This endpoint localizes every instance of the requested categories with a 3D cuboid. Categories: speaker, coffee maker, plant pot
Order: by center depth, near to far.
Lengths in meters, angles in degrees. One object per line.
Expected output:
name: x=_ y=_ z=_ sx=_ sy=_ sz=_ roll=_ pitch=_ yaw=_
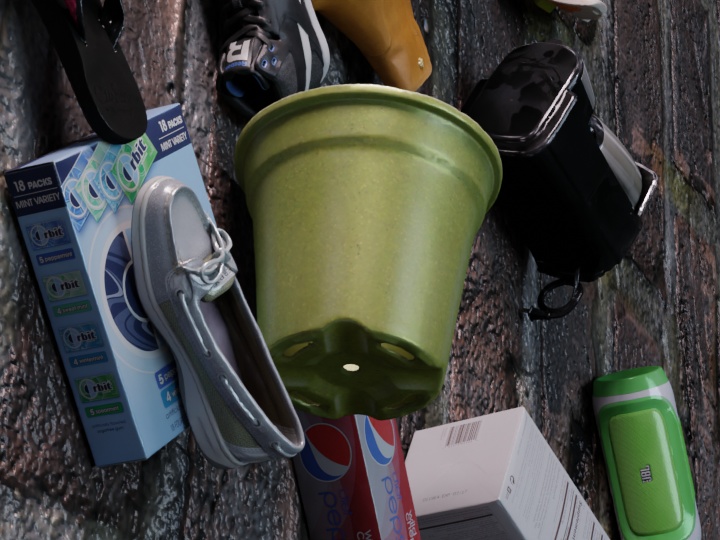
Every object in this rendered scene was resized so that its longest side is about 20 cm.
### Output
plant pot: x=0.000 y=0.000 z=1.429 sx=0.200 sy=0.200 sz=0.185 roll=47 pitch=38 yaw=-47
coffee maker: x=0.186 y=-0.089 z=1.909 sx=0.200 sy=0.134 sz=0.193 roll=50 pitch=40 yaw=-44
speaker: x=0.299 y=0.205 z=2.075 sx=0.088 sy=0.088 sz=0.201 roll=-18 pitch=96 yaw=-63

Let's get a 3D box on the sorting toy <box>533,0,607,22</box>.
sorting toy: x=0.211 y=-0.343 z=2.102 sx=0.180 sy=0.106 sz=0.201 roll=22 pitch=60 yaw=-67

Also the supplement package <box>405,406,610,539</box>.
supplement package: x=0.126 y=0.231 z=1.680 sx=0.200 sy=0.113 sz=0.110 roll=56 pitch=35 yaw=-29

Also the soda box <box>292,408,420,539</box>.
soda box: x=-0.005 y=0.162 z=1.524 sx=0.070 sy=0.063 sz=0.201 roll=-19 pitch=97 yaw=-63

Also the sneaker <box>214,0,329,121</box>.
sneaker: x=-0.083 y=-0.199 z=1.490 sx=0.200 sy=0.073 sz=0.112 roll=65 pitch=29 yaw=-29

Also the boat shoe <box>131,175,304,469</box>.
boat shoe: x=-0.093 y=0.032 z=1.298 sx=0.074 sy=0.065 sz=0.203 roll=-36 pitch=113 yaw=-61

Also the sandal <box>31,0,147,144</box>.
sandal: x=-0.179 y=-0.179 z=1.289 sx=0.075 sy=0.045 sz=0.200 roll=-13 pitch=76 yaw=-59

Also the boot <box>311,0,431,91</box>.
boot: x=0.009 y=-0.208 z=1.675 sx=0.144 sy=0.071 sz=0.201 roll=67 pitch=24 yaw=-18

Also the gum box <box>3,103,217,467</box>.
gum box: x=-0.147 y=0.005 z=1.324 sx=0.170 sy=0.044 sz=0.201 roll=-35 pitch=112 yaw=-61
